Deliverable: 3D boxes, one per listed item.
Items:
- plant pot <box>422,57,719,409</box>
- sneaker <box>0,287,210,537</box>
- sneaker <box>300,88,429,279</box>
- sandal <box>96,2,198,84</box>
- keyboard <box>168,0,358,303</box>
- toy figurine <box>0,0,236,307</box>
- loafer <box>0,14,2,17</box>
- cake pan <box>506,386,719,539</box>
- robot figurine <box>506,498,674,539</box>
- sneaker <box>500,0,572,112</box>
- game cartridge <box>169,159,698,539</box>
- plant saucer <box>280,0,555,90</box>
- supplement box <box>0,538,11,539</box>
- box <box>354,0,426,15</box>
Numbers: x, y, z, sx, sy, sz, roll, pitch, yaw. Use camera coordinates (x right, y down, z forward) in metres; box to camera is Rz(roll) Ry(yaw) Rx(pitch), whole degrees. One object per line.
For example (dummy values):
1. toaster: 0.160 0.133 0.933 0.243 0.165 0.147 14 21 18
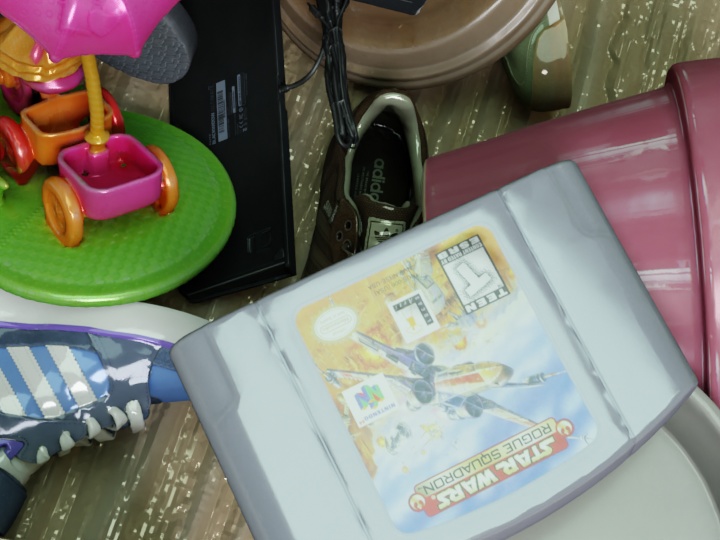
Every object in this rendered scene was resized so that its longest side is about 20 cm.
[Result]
1. plant pot: 0.124 0.000 0.821 0.177 0.200 0.202 -4 68 7
2. sneaker: -0.157 0.089 0.801 0.197 0.081 0.148 8 75 -8
3. sneaker: 0.000 0.000 0.854 0.069 0.076 0.202 5 67 -6
4. sandal: -0.152 -0.176 0.856 0.200 0.076 0.043 46 55 -28
5. keyboard: -0.050 -0.090 0.882 0.126 0.021 0.202 -17 66 30
6. toy figurine: -0.142 -0.116 0.790 0.149 0.186 0.200 -20 48 -28
7. loafer: -0.250 -0.159 0.889 0.197 0.063 0.073 6 67 -6
8. cake pan: 0.078 0.123 0.709 0.197 0.037 0.203 1 70 -2
9. robot figurine: 0.075 0.168 0.774 0.199 0.117 0.144 37 69 7
10. sneaker: 0.061 -0.178 0.946 0.089 0.067 0.203 -8 70 -1
11. game cartridge: 0.035 0.049 0.696 0.198 0.042 0.134 -25 69 -10
12. plant saucer: 0.026 -0.201 0.910 0.198 0.029 0.203 -1 86 21
13. supplement box: -0.164 0.196 0.684 0.197 0.200 0.136 10 67 -4
14. box: -0.037 -0.207 0.790 0.198 0.141 0.080 12 72 -17
